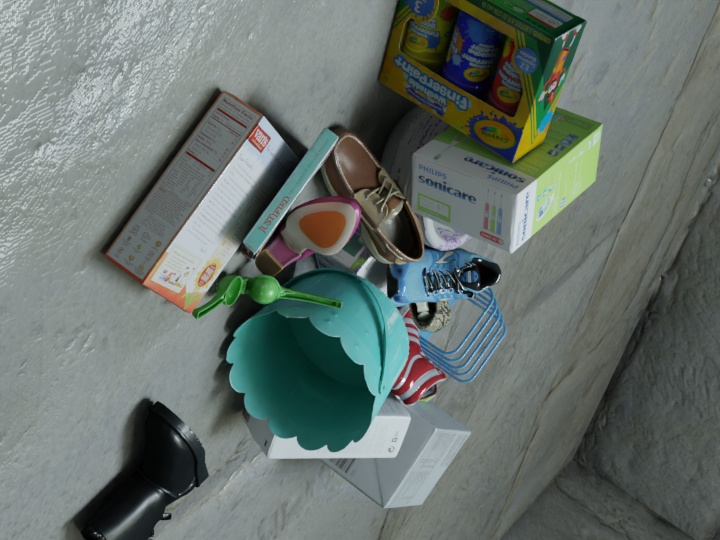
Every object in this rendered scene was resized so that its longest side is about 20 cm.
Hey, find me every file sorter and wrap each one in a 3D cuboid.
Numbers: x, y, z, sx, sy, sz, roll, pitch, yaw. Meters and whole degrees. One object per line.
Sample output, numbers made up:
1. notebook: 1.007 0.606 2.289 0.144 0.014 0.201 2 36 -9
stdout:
1. file sorter: 0.151 0.083 2.094 0.139 0.122 0.200 -54 159 -8

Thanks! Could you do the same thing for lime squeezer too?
1. lime squeezer: -0.117 0.026 1.465 0.199 0.071 0.038 -2 101 -38

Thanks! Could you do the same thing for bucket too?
1. bucket: -0.046 0.104 1.585 0.135 0.207 0.208 -48 160 -49

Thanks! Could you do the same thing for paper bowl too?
1. paper bowl: 0.101 -0.134 1.657 0.201 0.104 0.201 -37 139 -41

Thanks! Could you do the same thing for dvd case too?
1. dvd case: -0.079 -0.077 1.379 0.146 0.022 0.200 -55 -177 -4

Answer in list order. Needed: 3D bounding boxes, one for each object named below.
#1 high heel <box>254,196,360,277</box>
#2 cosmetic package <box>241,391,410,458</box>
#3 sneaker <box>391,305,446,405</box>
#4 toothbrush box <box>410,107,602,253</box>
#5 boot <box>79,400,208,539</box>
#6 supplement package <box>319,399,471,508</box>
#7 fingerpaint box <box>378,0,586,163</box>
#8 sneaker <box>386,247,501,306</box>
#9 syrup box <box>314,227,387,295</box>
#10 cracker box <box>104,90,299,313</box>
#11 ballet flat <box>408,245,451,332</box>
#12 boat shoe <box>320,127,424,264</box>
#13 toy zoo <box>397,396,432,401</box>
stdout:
1. high heel: -0.041 -0.055 1.450 0.096 0.067 0.200 -46 -176 -36
2. cosmetic package: -0.046 0.195 1.723 0.199 0.102 0.074 5 115 -32
3. sneaker: 0.069 0.113 1.793 0.071 0.112 0.200 -43 -171 30
4. toothbrush box: 0.175 -0.123 1.534 0.200 0.145 0.086 -37 140 -41
5. boot: -0.260 0.258 1.517 0.162 0.073 0.199 -44 157 -22
6. supplement package: 0.033 0.250 1.976 0.147 0.191 0.200 -56 159 4
7. fingerpaint box: 0.132 -0.246 1.458 0.073 0.200 0.167 -34 150 -43
8. sneaker: 0.109 0.003 1.657 0.200 0.090 0.079 -12 104 -48
9. syrup box: 0.000 0.000 1.696 0.082 0.079 0.200 -50 158 -16
10. cracker box: -0.154 -0.065 1.289 0.200 0.058 0.134 -54 161 -5
11. ballet flat: 0.080 -0.014 1.737 0.075 0.068 0.201 -6 85 -70
12. boat shoe: 0.022 -0.087 1.532 0.076 0.072 0.200 -49 127 -19
13. toy zoo: 0.045 0.134 1.924 0.020 0.131 0.200 -36 162 12
